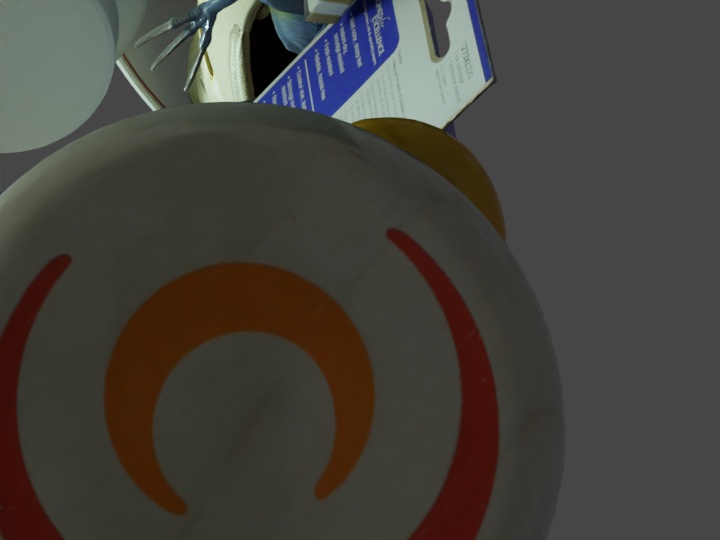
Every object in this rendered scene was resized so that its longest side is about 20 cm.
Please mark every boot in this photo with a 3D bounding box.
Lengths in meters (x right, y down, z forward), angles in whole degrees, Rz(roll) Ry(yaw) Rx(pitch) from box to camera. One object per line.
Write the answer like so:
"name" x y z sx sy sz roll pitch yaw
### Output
"boot" -0.040 -0.158 1.048 0.155 0.073 0.200 -138 56 -71

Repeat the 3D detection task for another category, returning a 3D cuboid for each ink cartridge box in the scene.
"ink cartridge box" -0.014 -0.032 0.749 0.200 0.037 0.095 -45 37 34

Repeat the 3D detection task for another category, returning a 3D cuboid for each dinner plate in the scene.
"dinner plate" -0.096 -0.134 1.187 0.200 0.024 0.200 39 -146 -32

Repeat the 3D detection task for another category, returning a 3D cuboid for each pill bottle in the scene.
"pill bottle" -0.146 -0.138 0.869 0.200 0.119 0.120 -97 7 -55

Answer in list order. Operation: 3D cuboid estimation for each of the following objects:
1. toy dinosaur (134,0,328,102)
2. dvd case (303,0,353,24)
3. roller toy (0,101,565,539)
"toy dinosaur" -0.013 -0.107 0.892 0.181 0.200 0.105 37 -149 -48
"dvd case" 0.009 -0.184 0.671 0.200 0.016 0.149 137 132 -69
"roller toy" -0.039 0.050 0.621 0.140 0.182 0.200 113 154 -77
